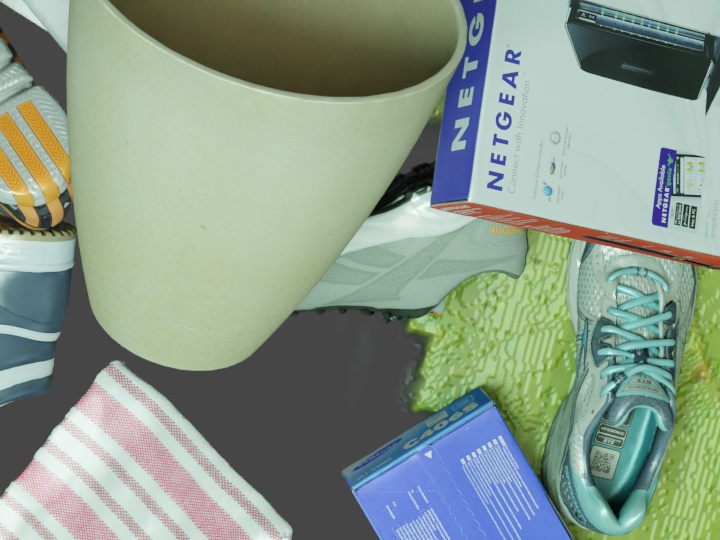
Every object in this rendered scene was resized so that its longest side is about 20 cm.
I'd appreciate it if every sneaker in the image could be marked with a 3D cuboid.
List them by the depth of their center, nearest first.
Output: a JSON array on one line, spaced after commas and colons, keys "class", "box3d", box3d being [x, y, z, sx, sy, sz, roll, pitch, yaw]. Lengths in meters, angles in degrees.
[{"class": "sneaker", "box3d": [-0.213, -0.102, 1.159, 0.077, 0.112, 0.201, -27, 80, -13]}, {"class": "sneaker", "box3d": [-0.252, 0.022, 1.185, 0.198, 0.070, 0.109, 4, 103, -6]}, {"class": "sneaker", "box3d": [0.000, 0.000, 1.216, 0.199, 0.074, 0.080, -18, 106, -5]}, {"class": "sneaker", "box3d": [0.153, 0.051, 1.236, 0.077, 0.086, 0.202, 5, 98, -8]}]

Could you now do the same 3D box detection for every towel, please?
[{"class": "towel", "box3d": [-0.147, 0.166, 1.204, 0.146, 0.030, 0.200, 40, 91, 22]}]

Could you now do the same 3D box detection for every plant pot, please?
[{"class": "plant pot", "box3d": [-0.065, -0.057, 1.082, 0.186, 0.188, 0.201, 12, 127, -10]}]

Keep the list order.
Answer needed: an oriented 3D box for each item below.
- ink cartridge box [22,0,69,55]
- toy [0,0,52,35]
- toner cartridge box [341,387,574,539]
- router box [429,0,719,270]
[{"class": "ink cartridge box", "box3d": [-0.076, -0.179, 1.144, 0.199, 0.057, 0.163, -36, 141, 2]}, {"class": "toy", "box3d": [-0.185, -0.204, 1.168, 0.199, 0.047, 0.116, 32, 97, -10]}, {"class": "toner cartridge box", "box3d": [0.080, 0.176, 1.268, 0.095, 0.043, 0.201, -31, 102, -3]}, {"class": "router box", "box3d": [0.138, -0.114, 1.186, 0.178, 0.049, 0.202, 10, 84, -23]}]
